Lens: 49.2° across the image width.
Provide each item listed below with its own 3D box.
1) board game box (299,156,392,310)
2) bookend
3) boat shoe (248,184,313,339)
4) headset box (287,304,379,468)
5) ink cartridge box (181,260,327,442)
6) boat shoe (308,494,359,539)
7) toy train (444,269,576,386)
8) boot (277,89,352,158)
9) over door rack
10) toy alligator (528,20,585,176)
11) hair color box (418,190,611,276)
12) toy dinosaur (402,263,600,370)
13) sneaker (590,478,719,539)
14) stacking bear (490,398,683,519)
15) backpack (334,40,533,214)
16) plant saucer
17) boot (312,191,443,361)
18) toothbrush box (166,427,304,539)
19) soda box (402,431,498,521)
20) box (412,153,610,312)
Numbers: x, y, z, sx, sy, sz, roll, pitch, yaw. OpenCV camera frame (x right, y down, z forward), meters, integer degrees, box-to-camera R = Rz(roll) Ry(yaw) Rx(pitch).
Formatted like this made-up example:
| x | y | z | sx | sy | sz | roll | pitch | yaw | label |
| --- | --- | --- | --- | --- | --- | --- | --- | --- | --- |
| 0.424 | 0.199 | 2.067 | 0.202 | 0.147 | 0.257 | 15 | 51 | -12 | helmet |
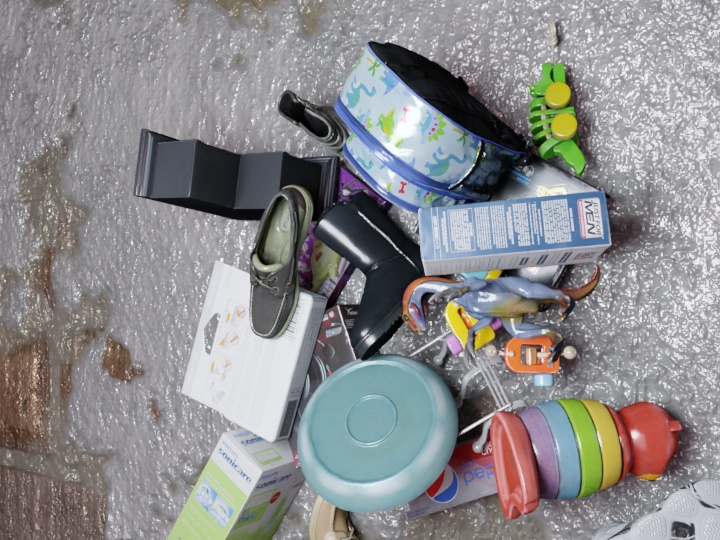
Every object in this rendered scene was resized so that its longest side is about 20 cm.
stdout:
| x | y | z | sx | sy | sz | roll | pitch | yaw | label |
| --- | --- | --- | --- | --- | --- | --- | --- | --- | --- |
| -0.050 | -0.044 | 1.121 | 0.120 | 0.032 | 0.202 | 39 | 108 | 29 | board game box |
| -0.167 | -0.129 | 1.072 | 0.196 | 0.198 | 0.094 | 3 | 85 | 39 | bookend |
| -0.113 | -0.009 | 0.996 | 0.071 | 0.066 | 0.205 | 19 | 102 | 20 | boat shoe |
| -0.038 | 0.167 | 1.081 | 0.147 | 0.075 | 0.204 | -25 | 77 | 26 | headset box |
| -0.149 | 0.107 | 1.079 | 0.171 | 0.043 | 0.204 | 20 | 96 | 30 | ink cartridge box |
| -0.031 | 0.374 | 1.081 | 0.063 | 0.071 | 0.204 | 11 | 105 | 24 | boat shoe |
| 0.170 | 0.038 | 0.931 | 0.147 | 0.056 | 0.205 | -5 | 80 | 5 | toy train |
| -0.016 | -0.168 | 1.043 | 0.199 | 0.130 | 0.069 | 35 | 106 | 25 | boot |
| 0.089 | 0.159 | 0.963 | 0.197 | 0.067 | 0.149 | -24 | 47 | 1 | over door rack |
| 0.225 | -0.203 | 0.942 | 0.053 | 0.059 | 0.204 | -12 | 73 | 14 | toy alligator |
| 0.164 | -0.038 | 0.864 | 0.195 | 0.100 | 0.062 | -4 | 81 | 6 | hair color box |
| 0.144 | 0.042 | 0.885 | 0.179 | 0.199 | 0.107 | 23 | 123 | 30 | toy dinosaur |
| 0.330 | 0.294 | 0.872 | 0.197 | 0.115 | 0.076 | -26 | 75 | -9 | sneaker |
| 0.252 | 0.195 | 0.864 | 0.196 | 0.122 | 0.116 | -8 | 69 | -5 | stacking bear |
| 0.065 | -0.156 | 0.903 | 0.148 | 0.198 | 0.184 | -54 | 54 | 20 | backpack |
| 0.015 | 0.178 | 0.913 | 0.196 | 0.028 | 0.203 | -11 | 50 | 13 | plant saucer |
| 0.000 | 0.000 | 0.989 | 0.167 | 0.200 | 0.077 | 39 | 140 | 8 | boot |
| -0.166 | 0.322 | 1.112 | 0.086 | 0.145 | 0.202 | 35 | 105 | 25 | toothbrush box |
| 0.140 | 0.248 | 0.984 | 0.198 | 0.063 | 0.071 | -26 | 76 | 26 | soda box |
| 0.183 | -0.069 | 0.976 | 0.199 | 0.046 | 0.161 | 34 | 106 | 25 | box |
